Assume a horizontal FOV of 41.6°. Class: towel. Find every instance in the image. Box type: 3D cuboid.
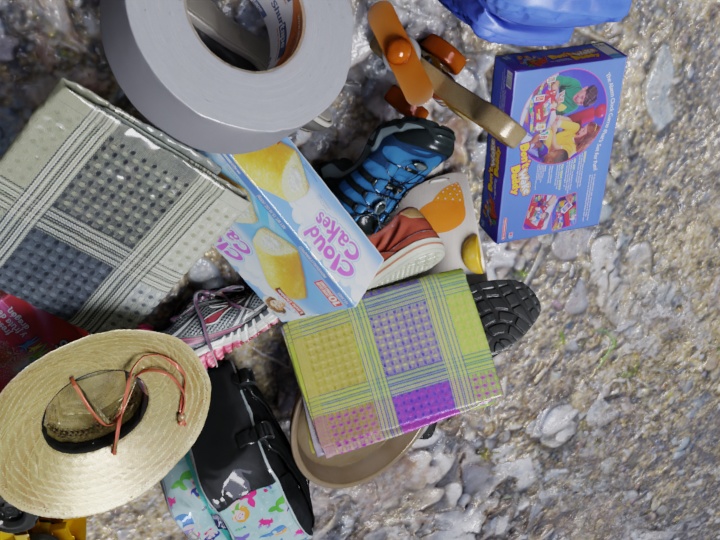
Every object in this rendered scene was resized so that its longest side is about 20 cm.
[{"bbox_3d":[-0.217,-0.042,0.780,0.200,0.035,0.192,-43,128,19],"label":"towel"},{"bbox_3d":[0.027,0.089,0.935,0.198,0.023,0.145,-18,83,3],"label":"towel"}]

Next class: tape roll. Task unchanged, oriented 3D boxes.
[{"bbox_3d":[-0.104,-0.200,0.765,0.198,0.066,0.203,6,78,-30],"label":"tape roll"}]

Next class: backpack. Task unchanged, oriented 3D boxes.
[{"bbox_3d":[0.153,-0.278,0.815,0.161,0.200,0.170,-7,124,-20],"label":"backpack"},{"bbox_3d":[-0.133,0.222,1.030,0.149,0.178,0.201,-29,139,0],"label":"backpack"}]

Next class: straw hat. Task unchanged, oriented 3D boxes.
[{"bbox_3d":[-0.239,0.115,0.843,0.199,0.085,0.203,-16,126,-23],"label":"straw hat"}]

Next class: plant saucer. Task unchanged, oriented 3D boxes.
[{"bbox_3d":[0.003,0.143,1.030,0.198,0.029,0.202,-19,124,-31],"label":"plant saucer"}]

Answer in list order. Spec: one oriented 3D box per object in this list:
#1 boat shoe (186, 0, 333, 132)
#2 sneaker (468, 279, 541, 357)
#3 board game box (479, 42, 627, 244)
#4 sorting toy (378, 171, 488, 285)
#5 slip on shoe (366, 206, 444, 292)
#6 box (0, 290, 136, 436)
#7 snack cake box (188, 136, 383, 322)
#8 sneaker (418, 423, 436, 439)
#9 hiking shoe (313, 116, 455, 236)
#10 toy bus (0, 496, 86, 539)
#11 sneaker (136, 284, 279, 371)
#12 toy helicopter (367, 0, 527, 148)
[{"bbox_3d":[-0.111,-0.181,0.853,0.057,0.067,0.199,-37,125,27],"label":"boat shoe"},{"bbox_3d":[0.096,0.079,0.991,0.199,0.076,0.088,-32,165,0],"label":"sneaker"},{"bbox_3d":[0.206,-0.136,1.028,0.133,0.045,0.202,-10,124,-18],"label":"board game box"},{"bbox_3d":[0.051,0.018,1.045,0.178,0.107,0.202,-12,127,7],"label":"sorting toy"},{"bbox_3d":[0.000,0.000,0.972,0.199,0.062,0.074,-33,157,34],"label":"slip on shoe"},{"bbox_3d":[-0.297,0.075,0.908,0.095,0.100,0.201,-34,129,-1],"label":"box"},{"bbox_3d":[-0.085,-0.050,0.876,0.200,0.114,0.067,50,50,-22],"label":"snack cake box"},{"bbox_3d":[0.043,0.180,1.142,0.199,0.074,0.088,-39,122,-2],"label":"sneaker"},{"bbox_3d":[0.021,-0.076,0.898,0.074,0.088,0.199,15,156,-31],"label":"hiking shoe"},{"bbox_3d":[-0.392,0.241,0.970,0.189,0.136,0.202,-8,123,1],"label":"toy bus"},{"bbox_3d":[-0.140,0.044,0.976,0.199,0.081,0.075,-35,98,-9],"label":"sneaker"},{"bbox_3d":[0.073,-0.168,0.850,0.079,0.200,0.132,-51,137,6],"label":"toy helicopter"}]
